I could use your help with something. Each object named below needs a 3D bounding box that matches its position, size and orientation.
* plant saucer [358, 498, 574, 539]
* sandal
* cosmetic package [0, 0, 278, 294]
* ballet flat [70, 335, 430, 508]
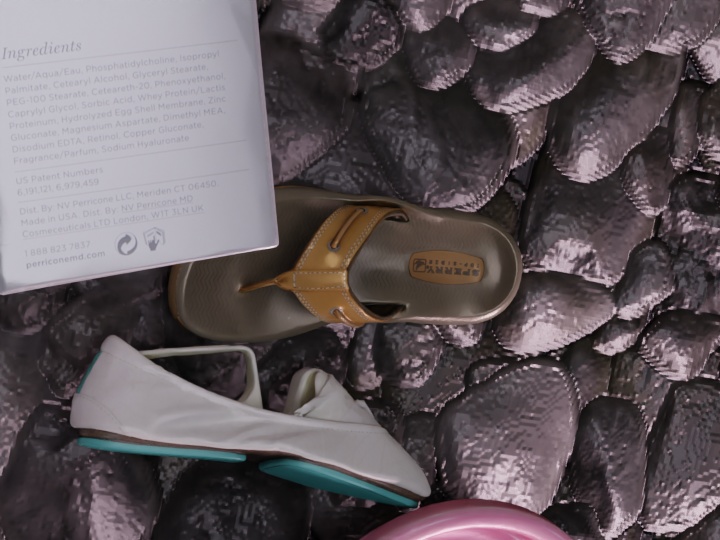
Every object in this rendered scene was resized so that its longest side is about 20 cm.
[{"bbox_3d":[0.040,0.213,0.974,0.199,0.051,0.202,-7,109,-21],"label":"plant saucer"},{"bbox_3d":[0.000,0.000,0.924,0.198,0.054,0.081,1,100,-22],"label":"sandal"},{"bbox_3d":[-0.126,-0.114,0.773,0.122,0.199,0.202,-10,104,-19],"label":"cosmetic package"},{"bbox_3d":[-0.048,0.074,0.918,0.198,0.069,0.070,14,95,-22],"label":"ballet flat"}]
